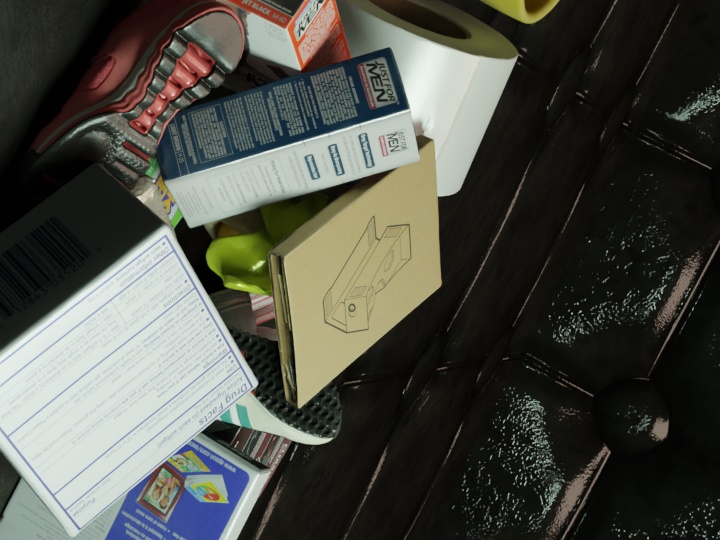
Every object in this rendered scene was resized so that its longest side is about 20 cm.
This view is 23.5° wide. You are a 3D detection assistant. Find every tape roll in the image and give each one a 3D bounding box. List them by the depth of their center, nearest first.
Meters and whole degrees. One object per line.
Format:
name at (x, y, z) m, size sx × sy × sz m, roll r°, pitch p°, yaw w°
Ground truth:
tape roll at (0.025, -0.173, 1.572) m, size 0.203 × 0.202 × 0.140 m, roll -25°, pitch 142°, yaw -65°

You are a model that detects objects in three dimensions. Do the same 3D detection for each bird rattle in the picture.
bird rattle at (-0.071, -0.013, 1.516) m, size 0.113 × 0.163 × 0.200 m, roll -49°, pitch 153°, yaw -6°

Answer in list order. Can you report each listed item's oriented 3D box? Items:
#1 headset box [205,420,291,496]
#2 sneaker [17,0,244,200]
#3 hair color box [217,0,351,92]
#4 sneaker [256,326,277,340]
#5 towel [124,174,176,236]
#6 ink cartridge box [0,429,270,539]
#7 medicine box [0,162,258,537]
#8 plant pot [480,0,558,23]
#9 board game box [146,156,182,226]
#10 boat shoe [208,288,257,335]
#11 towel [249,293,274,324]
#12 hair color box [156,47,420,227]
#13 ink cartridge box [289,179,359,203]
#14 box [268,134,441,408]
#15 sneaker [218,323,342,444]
headset box at (-0.158, 0.145, 1.628) m, size 0.075 × 0.148 × 0.200 m, roll -59°, pitch 165°, yaw -1°
sneaker at (-0.172, -0.130, 1.262) m, size 0.200 × 0.087 × 0.074 m, roll -42°, pitch 135°, yaw 6°
hair color box at (-0.074, -0.193, 1.391) m, size 0.064 × 0.111 × 0.200 m, roll -58°, pitch 163°, yaw -14°
sneaker at (-0.083, 0.118, 1.725) m, size 0.075 × 0.105 × 0.200 m, roll -19°, pitch -170°, yaw -21°
towel at (-0.203, 0.004, 1.404) m, size 0.132 × 0.034 × 0.200 m, roll -43°, pitch 161°, yaw -14°
ink cartridge box at (-0.206, 0.213, 1.506) m, size 0.200 × 0.197 × 0.047 m, roll -62°, pitch 164°, yaw 6°
medicine box at (-0.199, 0.059, 1.252) m, size 0.182 × 0.103 × 0.200 m, roll -39°, pitch 139°, yaw -13°
plant pot at (0.115, -0.354, 1.566) m, size 0.201 × 0.188 × 0.201 m, roll -55°, pitch 164°, yaw -25°
board game box at (-0.178, -0.073, 1.426) m, size 0.096 × 0.030 × 0.200 m, roll -56°, pitch 166°, yaw -19°
boat shoe at (-0.133, 0.076, 1.620) m, size 0.070 × 0.072 × 0.201 m, roll -15°, pitch 166°, yaw -15°
towel at (-0.089, 0.022, 1.730) m, size 0.146 × 0.030 × 0.200 m, roll -24°, pitch 173°, yaw 16°
hair color box at (-0.058, -0.104, 1.376) m, size 0.199 × 0.061 × 0.100 m, roll -16°, pitch 160°, yaw 1°
ink cartridge box at (-0.038, -0.061, 1.661) m, size 0.085 × 0.146 × 0.200 m, roll -63°, pitch 164°, yaw 4°
box at (0.000, 0.000, 1.467) m, size 0.200 × 0.021 × 0.164 m, roll -40°, pitch 140°, yaw -36°
sneaker at (-0.112, 0.098, 1.497) m, size 0.093 × 0.199 × 0.071 m, roll -31°, pitch -142°, yaw 54°
